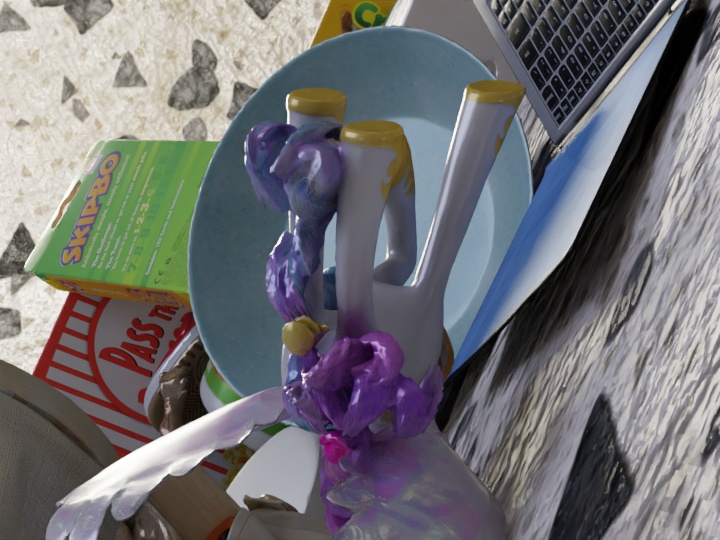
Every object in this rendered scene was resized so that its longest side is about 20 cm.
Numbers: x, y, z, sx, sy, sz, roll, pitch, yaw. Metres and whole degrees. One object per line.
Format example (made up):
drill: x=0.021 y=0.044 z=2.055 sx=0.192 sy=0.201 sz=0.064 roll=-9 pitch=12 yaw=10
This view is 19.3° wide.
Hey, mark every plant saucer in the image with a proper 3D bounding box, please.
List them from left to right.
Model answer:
plant saucer: x=0.005 y=-0.018 z=1.032 sx=0.039 sy=0.200 sz=0.202 roll=24 pitch=-91 yaw=-52

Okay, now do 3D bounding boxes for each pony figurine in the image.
pony figurine: x=-0.004 y=0.038 z=0.780 sx=0.193 sy=0.165 sz=0.202 roll=-24 pitch=-58 yaw=-59

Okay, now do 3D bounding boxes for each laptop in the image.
laptop: x=0.056 y=-0.086 z=0.874 sx=0.115 sy=0.201 sz=0.187 roll=-25 pitch=-11 yaw=-20

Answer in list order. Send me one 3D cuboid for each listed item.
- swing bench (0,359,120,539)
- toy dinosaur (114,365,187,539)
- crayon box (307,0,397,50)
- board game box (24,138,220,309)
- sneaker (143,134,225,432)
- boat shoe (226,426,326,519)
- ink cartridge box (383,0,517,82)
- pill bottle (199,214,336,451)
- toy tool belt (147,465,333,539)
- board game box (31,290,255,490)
swing bench: x=-0.176 y=0.173 z=0.882 sx=0.200 sy=0.129 sz=0.200 roll=-83 pitch=17 yaw=-44
toy dinosaur: x=-0.090 y=0.149 z=1.138 sx=0.085 sy=0.136 sz=0.200 roll=-30 pitch=30 yaw=4
crayon box: x=0.013 y=-0.116 z=1.476 sx=0.051 sy=0.126 sz=0.201 roll=159 pitch=133 yaw=-83
board game box: x=-0.119 y=-0.029 z=1.200 sx=0.199 sy=0.030 sz=0.096 roll=8 pitch=65 yaw=52
sneaker: x=-0.069 y=-0.003 z=1.235 sx=0.200 sy=0.071 sz=0.112 roll=-49 pitch=44 yaw=2
boat shoe: x=-0.042 y=0.177 z=1.026 sx=0.072 sy=0.068 sz=0.201 roll=-12 pitch=55 yaw=42
ink cartridge box: x=0.042 y=-0.107 z=1.351 sx=0.200 sy=0.084 sz=0.147 roll=147 pitch=145 yaw=-83
pill bottle: x=0.000 y=0.000 z=1.132 sx=0.111 sy=0.110 sz=0.201 roll=-82 pitch=16 yaw=-75
toy tool belt: x=-0.069 y=0.190 z=0.912 sx=0.125 sy=0.122 sz=0.201 roll=140 pitch=152 yaw=-81
board game box: x=-0.087 y=0.063 z=1.267 sx=0.046 sy=0.198 sz=0.152 roll=107 pitch=-176 yaw=-66
